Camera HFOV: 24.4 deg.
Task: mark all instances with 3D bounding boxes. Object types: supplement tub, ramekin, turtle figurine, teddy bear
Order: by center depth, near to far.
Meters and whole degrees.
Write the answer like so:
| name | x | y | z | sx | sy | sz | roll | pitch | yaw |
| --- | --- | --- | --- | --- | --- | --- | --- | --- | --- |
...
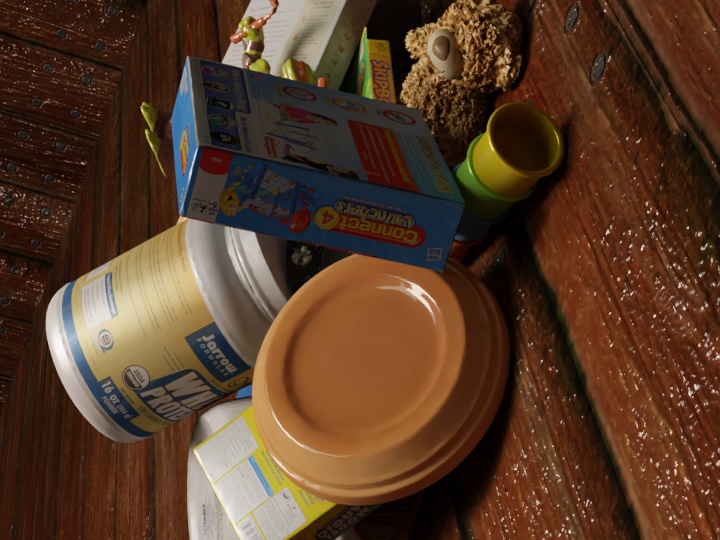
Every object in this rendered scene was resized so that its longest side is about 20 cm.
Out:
| name | x | y | z | sx | sy | sz | roll | pitch | yaw |
| --- | --- | --- | --- | --- | --- | --- | --- | --- | --- |
| ramekin | -0.076 | 0.195 | 1.355 | 0.200 | 0.104 | 0.202 | 178 | 90 | -73 |
| supplement tub | -0.141 | 0.039 | 1.368 | 0.199 | 0.145 | 0.145 | -27 | 35 | 14 |
| teddy bear | 0.063 | -0.146 | 1.369 | 0.200 | 0.066 | 0.146 | 150 | 131 | -68 |
| turtle figurine | -0.105 | -0.147 | 1.418 | 0.065 | 0.160 | 0.201 | 60 | -171 | -49 |

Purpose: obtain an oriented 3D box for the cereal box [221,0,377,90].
| name | x | y | z | sx | sy | sz | roll | pitch | yaw |
| --- | --- | --- | --- | --- | --- | --- | --- | --- | --- |
| cereal box | -0.069 | -0.186 | 1.498 | 0.143 | 0.039 | 0.201 | 4 | 64 | 48 |

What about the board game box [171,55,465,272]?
| name | x | y | z | sx | sy | sz | roll | pitch | yaw |
| --- | --- | --- | --- | --- | --- | --- | --- | --- | --- |
| board game box | -0.038 | -0.083 | 1.235 | 0.200 | 0.194 | 0.056 | -106 | 31 | -64 |

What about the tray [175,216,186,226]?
| name | x | y | z | sx | sy | sz | roll | pitch | yaw |
| --- | --- | --- | --- | --- | --- | --- | --- | --- | --- |
| tray | -0.107 | -0.025 | 1.524 | 0.200 | 0.037 | 0.099 | -10 | -50 | -61 |

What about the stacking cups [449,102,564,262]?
| name | x | y | z | sx | sy | sz | roll | pitch | yaw |
| --- | --- | --- | --- | --- | --- | --- | --- | --- | --- |
| stacking cups | 0.087 | -0.049 | 1.247 | 0.200 | 0.060 | 0.061 | 124 | 156 | -58 |

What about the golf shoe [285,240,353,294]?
| name | x | y | z | sx | sy | sz | roll | pitch | yaw |
| --- | --- | --- | --- | --- | --- | --- | --- | --- | --- |
| golf shoe | -0.018 | -0.027 | 1.365 | 0.088 | 0.077 | 0.201 | 79 | -173 | -51 |

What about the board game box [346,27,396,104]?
| name | x | y | z | sx | sy | sz | roll | pitch | yaw |
| --- | --- | --- | --- | --- | --- | --- | --- | --- | --- |
| board game box | 0.011 | -0.103 | 1.423 | 0.096 | 0.030 | 0.201 | 110 | 156 | -56 |

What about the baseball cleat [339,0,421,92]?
| name | x | y | z | sx | sy | sz | roll | pitch | yaw |
| --- | --- | --- | --- | --- | --- | --- | --- | --- | --- |
| baseball cleat | 0.008 | -0.163 | 1.544 | 0.107 | 0.069 | 0.201 | -110 | 42 | -62 |

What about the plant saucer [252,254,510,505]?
| name | x | y | z | sx | sy | sz | roll | pitch | yaw |
| --- | --- | --- | --- | --- | --- | --- | --- | --- | --- |
| plant saucer | 0.008 | 0.068 | 1.191 | 0.199 | 0.037 | 0.201 | -13 | 58 | 20 |

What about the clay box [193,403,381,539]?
| name | x | y | z | sx | sy | sz | roll | pitch | yaw |
| --- | --- | --- | --- | --- | --- | --- | --- | --- | --- |
| clay box | -0.014 | 0.122 | 1.224 | 0.199 | 0.048 | 0.115 | -36 | 54 | 3 |

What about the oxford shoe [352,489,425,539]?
| name | x | y | z | sx | sy | sz | roll | pitch | yaw |
| --- | --- | --- | --- | --- | --- | --- | --- | --- | --- |
| oxford shoe | 0.027 | 0.120 | 1.289 | 0.075 | 0.070 | 0.201 | 78 | -163 | -66 |

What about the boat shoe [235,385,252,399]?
| name | x | y | z | sx | sy | sz | roll | pitch | yaw |
| --- | --- | --- | --- | --- | --- | --- | --- | --- | --- |
| boat shoe | -0.060 | 0.113 | 1.532 | 0.200 | 0.068 | 0.085 | 153 | 129 | -63 |
